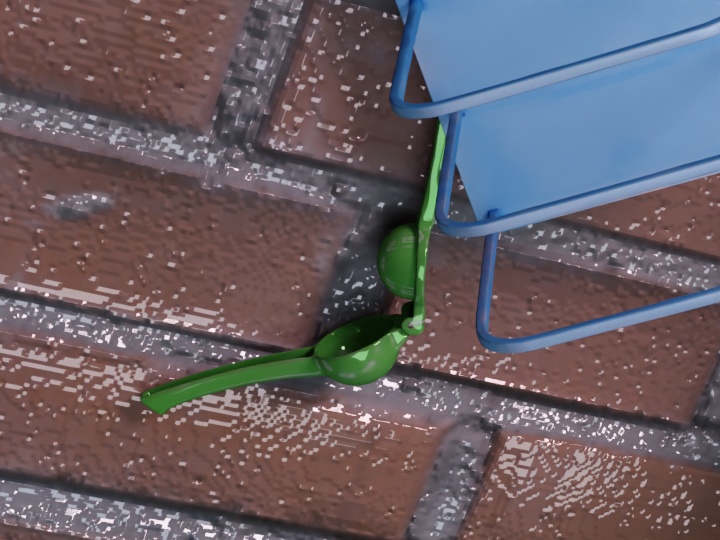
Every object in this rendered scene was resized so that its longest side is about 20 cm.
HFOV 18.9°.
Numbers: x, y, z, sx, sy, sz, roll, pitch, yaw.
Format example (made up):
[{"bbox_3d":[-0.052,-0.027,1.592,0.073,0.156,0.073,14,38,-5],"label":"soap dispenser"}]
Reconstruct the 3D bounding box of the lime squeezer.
[{"bbox_3d":[0.000,0.000,0.872,0.071,0.038,0.200,42,108,4],"label":"lime squeezer"}]

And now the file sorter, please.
[{"bbox_3d":[0.074,-0.092,0.744,0.138,0.123,0.201,-15,115,14],"label":"file sorter"}]
